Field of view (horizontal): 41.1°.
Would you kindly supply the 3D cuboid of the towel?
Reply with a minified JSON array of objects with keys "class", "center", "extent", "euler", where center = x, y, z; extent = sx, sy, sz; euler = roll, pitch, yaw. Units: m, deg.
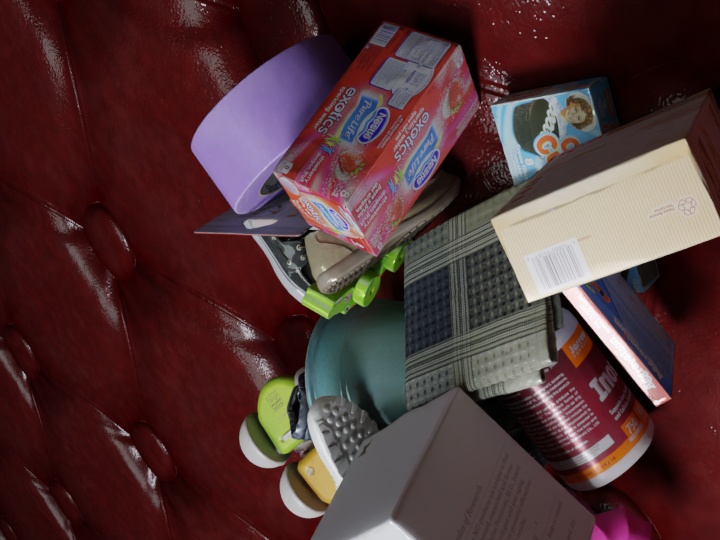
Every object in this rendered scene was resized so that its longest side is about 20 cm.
[{"class":"towel","center":[0.115,0.031,0.942],"extent":[0.199,0.034,0.196],"euler":[-27,54,45]}]

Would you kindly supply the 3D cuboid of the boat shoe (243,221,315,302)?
[{"class":"boat shoe","center":[-0.086,-0.030,1.252],"extent":[0.201,0.068,0.057],"euler":[49,142,14]}]

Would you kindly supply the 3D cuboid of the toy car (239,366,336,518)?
[{"class":"toy car","center":[-0.055,0.224,1.339],"extent":[0.175,0.150,0.201],"euler":[-43,86,23]}]

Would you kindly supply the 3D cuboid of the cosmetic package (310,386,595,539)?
[{"class":"cosmetic package","center":[0.084,0.258,0.918],"extent":[0.200,0.167,0.167],"euler":[42,137,-9]}]

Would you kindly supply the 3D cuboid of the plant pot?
[{"class":"plant pot","center":[0.071,0.117,1.093],"extent":[0.194,0.200,0.203],"euler":[-11,109,43]}]

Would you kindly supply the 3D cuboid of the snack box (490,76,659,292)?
[{"class":"snack box","center":[0.205,-0.076,0.919],"extent":[0.115,0.037,0.203],"euler":[-1,115,48]}]

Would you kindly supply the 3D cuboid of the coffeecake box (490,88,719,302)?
[{"class":"coffeecake box","center":[0.208,-0.064,0.757],"extent":[0.152,0.200,0.074],"euler":[-23,99,30]}]

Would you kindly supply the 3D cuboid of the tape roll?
[{"class":"tape roll","center":[-0.081,-0.156,1.045],"extent":[0.086,0.199,0.200],"euler":[53,143,4]}]

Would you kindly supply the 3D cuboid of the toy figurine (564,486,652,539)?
[{"class":"toy figurine","center":[0.243,0.290,1.020],"extent":[0.201,0.148,0.185],"euler":[53,163,30]}]

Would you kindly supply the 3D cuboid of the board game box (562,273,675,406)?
[{"class":"board game box","center":[0.212,0.017,0.858],"extent":[0.019,0.103,0.201],"euler":[-37,96,29]}]

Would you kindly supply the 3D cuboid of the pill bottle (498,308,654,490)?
[{"class":"pill bottle","center":[0.199,0.114,0.984],"extent":[0.201,0.113,0.113],"euler":[51,143,-5]}]

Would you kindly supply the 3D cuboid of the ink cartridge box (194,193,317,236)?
[{"class":"ink cartridge box","center":[-0.070,-0.067,1.116],"extent":[0.198,0.173,0.044],"euler":[3,124,46]}]

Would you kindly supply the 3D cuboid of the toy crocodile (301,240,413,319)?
[{"class":"toy crocodile","center":[0.000,0.000,1.074],"extent":[0.067,0.200,0.063],"euler":[24,126,16]}]

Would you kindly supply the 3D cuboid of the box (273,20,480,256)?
[{"class":"box","center":[0.020,-0.130,0.941],"extent":[0.099,0.201,0.096],"euler":[25,162,33]}]

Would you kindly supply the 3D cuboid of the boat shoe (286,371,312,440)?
[{"class":"boat shoe","center":[-0.042,0.135,1.214],"extent":[0.089,0.202,0.071],"euler":[15,129,-15]}]

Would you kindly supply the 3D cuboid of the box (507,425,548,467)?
[{"class":"box","center":[0.124,0.264,1.154],"extent":[0.050,0.157,0.200],"euler":[53,143,1]}]

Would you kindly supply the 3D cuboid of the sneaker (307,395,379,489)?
[{"class":"sneaker","center":[-0.006,0.217,1.051],"extent":[0.080,0.077,0.201],"euler":[-5,128,48]}]

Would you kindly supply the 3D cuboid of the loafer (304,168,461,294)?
[{"class":"loafer","center":[0.023,-0.055,1.003],"extent":[0.069,0.199,0.076],"euler":[53,157,4]}]
